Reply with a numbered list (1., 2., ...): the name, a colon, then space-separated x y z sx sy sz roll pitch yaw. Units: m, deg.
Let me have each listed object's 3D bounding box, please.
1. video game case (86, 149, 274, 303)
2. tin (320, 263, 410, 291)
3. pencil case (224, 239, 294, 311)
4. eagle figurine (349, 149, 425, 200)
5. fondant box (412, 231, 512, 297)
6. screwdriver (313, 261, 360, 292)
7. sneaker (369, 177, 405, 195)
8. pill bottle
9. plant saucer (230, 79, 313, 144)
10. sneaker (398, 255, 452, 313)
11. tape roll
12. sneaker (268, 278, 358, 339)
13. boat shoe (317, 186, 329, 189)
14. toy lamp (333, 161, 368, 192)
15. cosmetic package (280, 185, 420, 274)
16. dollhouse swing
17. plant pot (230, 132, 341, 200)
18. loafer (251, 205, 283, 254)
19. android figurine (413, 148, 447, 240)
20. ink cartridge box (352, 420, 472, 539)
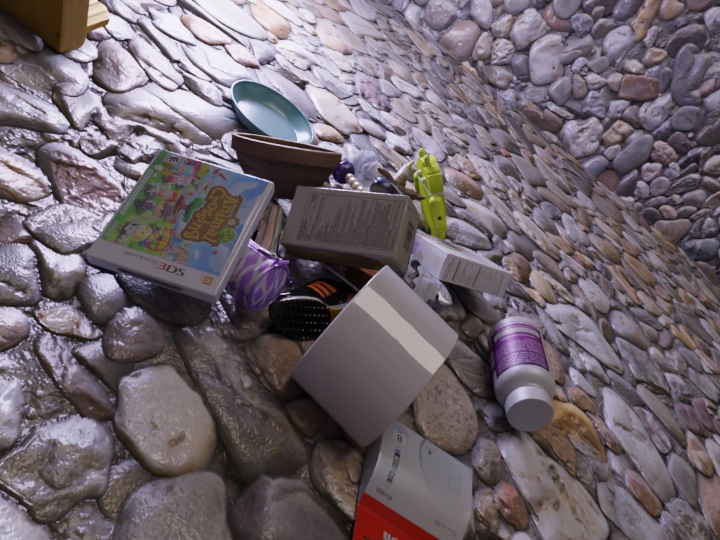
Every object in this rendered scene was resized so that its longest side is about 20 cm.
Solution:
1. video game case: -0.232 -0.066 0.828 0.178 0.022 0.203 17 55 6
2. tin: 0.000 0.000 1.056 0.110 0.043 0.199 7 21 -46
3. pencil case: -0.188 -0.028 0.867 0.198 0.087 0.084 35 30 18
4. eagle figurine: 0.065 -0.185 1.372 0.200 0.148 0.155 39 -32 64
5. fondant box: 0.198 -0.015 1.294 0.197 0.059 0.144 16 13 -37
6. screwdriver: -0.062 -0.012 1.018 0.199 0.028 0.029 37 8 38
7. sneaker: 0.041 -0.071 1.130 0.076 0.203 0.086 15 46 24
8. pill bottle: 0.297 0.190 1.150 0.111 0.113 0.202 30 32 -16
9. plant saucer: -0.189 -0.318 1.307 0.197 0.036 0.202 28 34 -21
10. sneaker: 0.106 0.059 1.132 0.114 0.075 0.201 36 33 -11
11. tape roll: 0.018 0.114 0.847 0.139 0.203 0.203 43 31 4
12. sneaker: -0.074 0.050 0.966 0.197 0.071 0.090 5 31 -45
13. boat shoe: -0.033 -0.083 1.142 0.199 0.073 0.066 26 38 -51
14. toy lamp: 0.008 -0.153 1.262 0.057 0.059 0.201 9 30 -41
15. cosmetic package: -0.016 -0.064 0.973 0.196 0.108 0.071 10 -17 24
16. dollhouse swing: -0.526 -0.505 1.049 0.199 0.182 0.177 37 51 -5
17. plant pot: -0.134 -0.181 1.107 0.196 0.095 0.201 9 14 -2
18. loafer: -0.158 -0.039 0.970 0.061 0.073 0.203 10 41 -9
19. android figurine: 0.153 -0.164 1.363 0.040 0.204 0.183 -13 31 -2
20. ink cartridge box: 0.074 0.308 0.816 0.159 0.047 0.201 35 30 -11
